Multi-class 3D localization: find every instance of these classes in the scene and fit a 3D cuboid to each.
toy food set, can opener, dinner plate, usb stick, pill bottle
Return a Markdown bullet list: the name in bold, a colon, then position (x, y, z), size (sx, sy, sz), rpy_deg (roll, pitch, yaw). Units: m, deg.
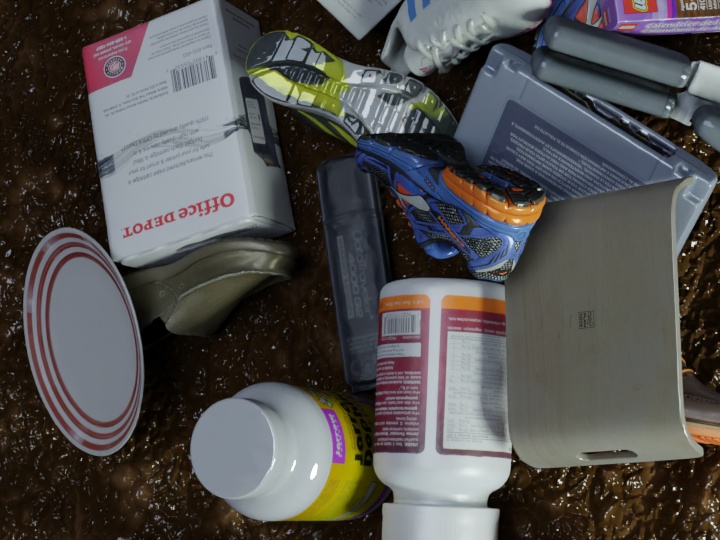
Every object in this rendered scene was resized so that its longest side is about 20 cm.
- **toy food set**: position (0.180, 0.039, 1.184), size (0.142, 0.060, 0.203), rpy_deg (-8, 78, 37)
- **can opener**: position (0.225, -0.136, 1.205), size (0.198, 0.067, 0.053), rpy_deg (19, 122, -6)
- **dinner plate**: position (-0.238, 0.061, 1.425), size (0.199, 0.024, 0.203), rpy_deg (18, 114, 48)
- **usb stick**: position (0.000, 0.000, 1.352), size (0.055, 0.033, 0.203), rpy_deg (-12, 77, 16)
- **pill bottle**: position (0.065, 0.112, 1.261), size (0.108, 0.109, 0.203), rpy_deg (-1, 82, 25)
- **pill bottle**: position (-0.051, 0.142, 1.262), size (0.103, 0.200, 0.106), rpy_deg (-4, 81, 24)

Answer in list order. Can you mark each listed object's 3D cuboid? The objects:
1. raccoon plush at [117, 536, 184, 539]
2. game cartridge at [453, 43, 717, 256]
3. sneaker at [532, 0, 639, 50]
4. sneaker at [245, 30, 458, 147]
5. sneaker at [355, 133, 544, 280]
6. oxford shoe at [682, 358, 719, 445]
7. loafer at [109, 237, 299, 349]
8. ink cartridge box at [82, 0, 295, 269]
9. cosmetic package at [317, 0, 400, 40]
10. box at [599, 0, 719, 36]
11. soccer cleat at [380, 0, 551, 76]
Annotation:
- **raccoon plush**: position (-0.114, 0.260, 1.361), size (0.200, 0.133, 0.098), rpy_deg (42, 120, 56)
- **game cartridge**: position (0.162, -0.069, 1.245), size (0.199, 0.041, 0.134), rpy_deg (35, 124, 17)
- **sneaker**: position (0.188, -0.196, 1.270), size (0.078, 0.075, 0.202), rpy_deg (17, 92, 23)
- **sneaker**: position (0.001, -0.138, 1.353), size (0.199, 0.085, 0.075), rpy_deg (31, 92, 4)
- **sneaker**: position (0.055, -0.052, 1.220), size (0.200, 0.075, 0.079), rpy_deg (36, 120, 52)
- **oxford shoe**: position (0.221, 0.080, 1.214), size (0.198, 0.071, 0.074), rpy_deg (17, 86, 27)
- **loafer**: position (-0.133, 0.022, 1.393), size (0.198, 0.076, 0.068), rpy_deg (-17, 76, 33)
- **ink cartridge box**: position (-0.150, -0.113, 1.411), size (0.143, 0.084, 0.202), rpy_deg (-17, 75, 22)
- **cosmetic package**: position (0.029, -0.302, 1.329), size (0.200, 0.107, 0.085), rpy_deg (-42, 34, 12)
- **box**: position (0.241, -0.280, 1.237), size (0.135, 0.039, 0.203), rpy_deg (-5, 79, -9)
- **soccer cleat**: position (0.081, -0.189, 1.274), size (0.087, 0.070, 0.200), rpy_deg (-56, 19, -13)
